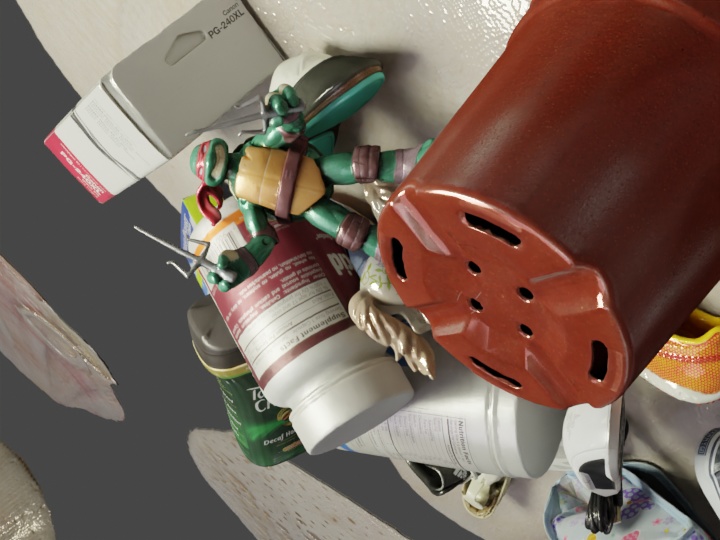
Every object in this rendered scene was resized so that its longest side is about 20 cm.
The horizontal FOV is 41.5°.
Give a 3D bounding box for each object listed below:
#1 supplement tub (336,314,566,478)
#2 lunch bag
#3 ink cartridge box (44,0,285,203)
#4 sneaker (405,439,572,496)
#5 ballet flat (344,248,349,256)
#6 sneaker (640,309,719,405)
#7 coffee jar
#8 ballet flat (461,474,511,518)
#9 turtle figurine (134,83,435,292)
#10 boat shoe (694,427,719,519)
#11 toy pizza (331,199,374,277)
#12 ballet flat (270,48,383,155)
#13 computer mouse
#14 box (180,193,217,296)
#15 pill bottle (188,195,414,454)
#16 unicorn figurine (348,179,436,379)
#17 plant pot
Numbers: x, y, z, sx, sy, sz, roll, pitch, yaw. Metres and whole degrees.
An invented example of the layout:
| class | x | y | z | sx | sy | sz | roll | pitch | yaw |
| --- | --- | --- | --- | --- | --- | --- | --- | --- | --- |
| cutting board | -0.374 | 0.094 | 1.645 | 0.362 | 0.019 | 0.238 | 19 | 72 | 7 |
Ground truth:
| class | x | y | z | sx | sy | sz | roll | pitch | yaw |
| --- | --- | --- | --- | --- | --- | --- | --- | --- | --- |
| supplement tub | 0.067 | 0.104 | 0.834 | 0.199 | 0.132 | 0.132 | 2 | 135 | 30 |
| lunch bag | 0.266 | 0.268 | 0.856 | 0.170 | 0.127 | 0.200 | 48 | 179 | -11 |
| ink cartridge box | -0.175 | -0.147 | 0.829 | 0.083 | 0.145 | 0.200 | 51 | 153 | -16 |
| sneaker | 0.129 | 0.177 | 0.887 | 0.200 | 0.115 | 0.076 | 0 | 117 | 37 |
| ballet flat | -0.084 | -0.020 | 0.919 | 0.200 | 0.068 | 0.068 | 9 | 147 | 50 |
| sneaker | 0.186 | 0.030 | 0.699 | 0.200 | 0.073 | 0.077 | 14 | 122 | 37 |
| coffee jar | -0.095 | 0.097 | 0.928 | 0.085 | 0.104 | 0.200 | 51 | 163 | 45 |
| ballet flat | 0.137 | 0.212 | 1.022 | 0.069 | 0.069 | 0.200 | 31 | 151 | 23 |
| turtle figurine | -0.053 | -0.063 | 0.677 | 0.199 | 0.101 | 0.150 | 11 | 115 | 0 |
| boat shoe | 0.336 | 0.207 | 0.723 | 0.200 | 0.071 | 0.091 | 54 | 156 | -17 |
| toy pizza | 0.000 | 0.000 | 0.935 | 0.200 | 0.032 | 0.200 | 34 | 152 | 21 |
| ballet flat | -0.043 | -0.127 | 0.753 | 0.069 | 0.068 | 0.200 | 56 | 154 | 6 |
| computer mouse | 0.184 | 0.136 | 0.744 | 0.044 | 0.110 | 0.200 | 4 | 156 | 19 |
| box | -0.146 | 0.002 | 1.047 | 0.200 | 0.048 | 0.122 | 59 | 158 | 16 |
| pill bottle | -0.047 | 0.037 | 0.766 | 0.200 | 0.114 | 0.114 | 59 | 158 | 17 |
| unicorn figurine | 0.044 | -0.020 | 0.750 | 0.137 | 0.200 | 0.074 | 25 | 131 | -3 |
| plant pot | 0.123 | -0.045 | 0.507 | 0.200 | 0.195 | 0.201 | 33 | 153 | 20 |
